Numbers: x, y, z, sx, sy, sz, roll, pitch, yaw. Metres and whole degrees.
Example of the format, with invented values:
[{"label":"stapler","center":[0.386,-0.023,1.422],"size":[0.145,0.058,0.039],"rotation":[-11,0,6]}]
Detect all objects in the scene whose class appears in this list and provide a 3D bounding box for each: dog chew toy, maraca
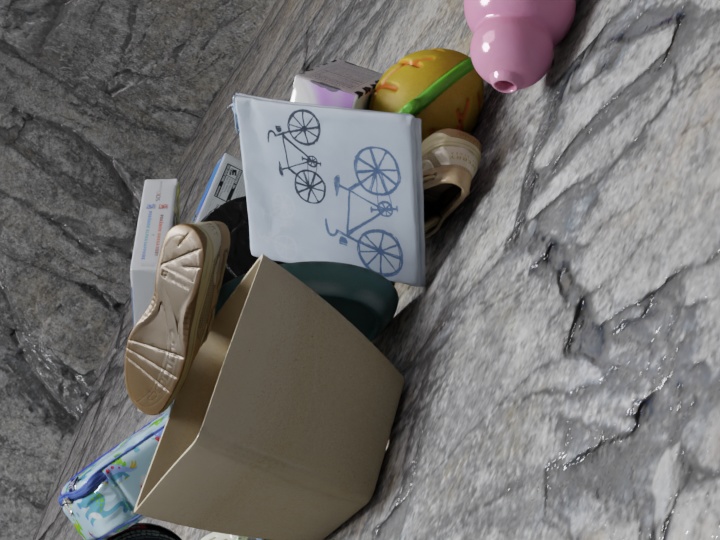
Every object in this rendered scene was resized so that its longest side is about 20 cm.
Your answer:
[{"label":"dog chew toy","center":[0.153,-0.261,1.486],"size":[0.124,0.124,0.202],"rotation":[142,143,-62]},{"label":"maraca","center":[0.058,-0.164,1.620],"size":[0.137,0.107,0.200],"rotation":[-46,-5,41]}]

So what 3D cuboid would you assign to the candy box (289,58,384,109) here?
[{"label":"candy box","center":[-0.038,-0.128,1.672],"size":[0.200,0.071,0.169],"rotation":[-50,-22,-74]}]

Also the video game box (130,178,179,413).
[{"label":"video game box","center":[-0.231,0.027,1.786],"size":[0.183,0.046,0.202],"rotation":[-89,1,-55]}]

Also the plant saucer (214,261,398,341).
[{"label":"plant saucer","center":[-0.058,0.050,1.569],"size":[0.200,0.198,0.028],"rotation":[-47,43,51]}]

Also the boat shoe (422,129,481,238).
[{"label":"boat shoe","center":[0.053,-0.068,1.573],"size":[0.200,0.071,0.065],"rotation":[133,152,-55]}]

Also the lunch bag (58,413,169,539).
[{"label":"lunch bag","center":[-0.250,0.231,1.809],"size":[0.199,0.083,0.161],"rotation":[-35,1,-22]}]

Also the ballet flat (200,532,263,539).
[{"label":"ballet flat","center":[-0.154,0.324,1.667],"size":[0.201,0.074,0.074],"rotation":[-65,13,-7]}]

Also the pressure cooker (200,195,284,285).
[{"label":"pressure cooker","center":[-0.120,0.035,1.813],"size":[0.201,0.174,0.180],"rotation":[100,150,-57]}]

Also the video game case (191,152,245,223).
[{"label":"video game case","center":[-0.133,-0.020,1.988],"size":[0.045,0.180,0.201],"rotation":[-38,28,64]}]

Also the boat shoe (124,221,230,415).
[{"label":"boat shoe","center":[-0.169,0.047,1.505],"size":[0.064,0.071,0.201],"rotation":[-15,-48,-57]}]

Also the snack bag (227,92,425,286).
[{"label":"snack bag","center":[-0.030,-0.078,1.537],"size":[0.021,0.198,0.190],"rotation":[-51,-36,-51]}]

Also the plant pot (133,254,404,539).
[{"label":"plant pot","center":[-0.074,0.143,1.454],"size":[0.200,0.176,0.201],"rotation":[-48,19,53]}]

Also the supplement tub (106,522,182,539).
[{"label":"supplement tub","center":[-0.248,0.367,1.792],"size":[0.141,0.139,0.200],"rotation":[-65,13,-5]}]
